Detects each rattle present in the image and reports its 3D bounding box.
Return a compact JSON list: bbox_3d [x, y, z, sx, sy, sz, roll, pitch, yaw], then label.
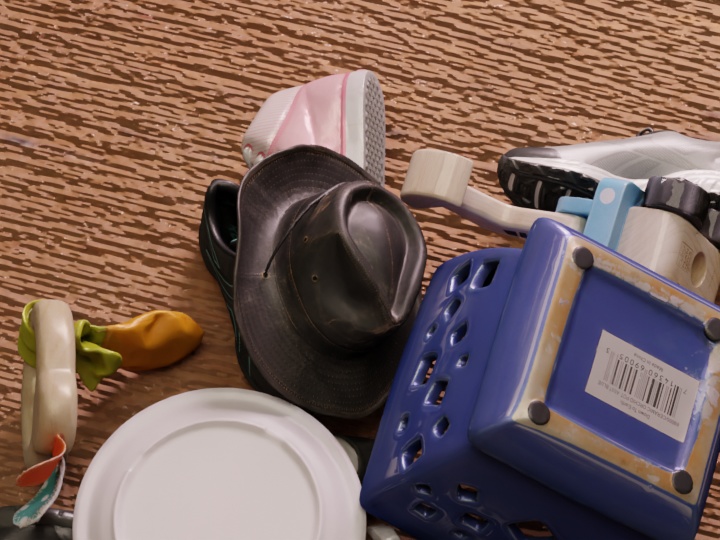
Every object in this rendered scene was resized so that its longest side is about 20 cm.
[{"bbox_3d":[-0.178,0.105,1.642,0.142,0.131,0.200,19,16,-21],"label":"rattle"}]

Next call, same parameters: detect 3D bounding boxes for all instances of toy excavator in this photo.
[{"bbox_3d":[0.150,-0.024,1.685,0.199,0.194,0.101,8,75,34],"label":"toy excavator"}]

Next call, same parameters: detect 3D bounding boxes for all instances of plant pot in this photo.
[{"bbox_3d":[0.140,0.093,1.567,0.199,0.180,0.201,27,61,-14],"label":"plant pot"}]

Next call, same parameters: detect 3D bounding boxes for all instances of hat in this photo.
[{"bbox_3d":[0.000,0.000,1.640,0.081,0.200,0.202,-17,50,43],"label":"hat"}]

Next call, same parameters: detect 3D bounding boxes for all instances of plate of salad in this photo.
[{"bbox_3d":[-0.095,0.175,1.584,0.199,0.048,0.201,0,63,0],"label":"plate of salad"}]

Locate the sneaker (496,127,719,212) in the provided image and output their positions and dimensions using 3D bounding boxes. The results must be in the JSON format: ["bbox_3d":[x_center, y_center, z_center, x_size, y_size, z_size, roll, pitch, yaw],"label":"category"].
[{"bbox_3d":[0.202,-0.070,1.761,0.199,0.074,0.080,5,52,0],"label":"sneaker"}]

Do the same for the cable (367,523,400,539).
[{"bbox_3d":[0.009,0.274,1.522,0.200,0.069,0.200,-51,27,-12],"label":"cable"}]

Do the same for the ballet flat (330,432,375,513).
[{"bbox_3d":[-0.063,0.150,1.652,0.199,0.069,0.068,-12,59,-3],"label":"ballet flat"}]

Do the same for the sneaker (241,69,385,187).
[{"bbox_3d":[-0.038,-0.054,1.765,0.104,0.075,0.202,-5,66,16],"label":"sneaker"}]

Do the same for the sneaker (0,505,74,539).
[{"bbox_3d":[-0.265,0.209,1.643,0.198,0.073,0.083,-5,77,8],"label":"sneaker"}]

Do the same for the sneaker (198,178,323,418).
[{"bbox_3d":[-0.071,0.019,1.720,0.075,0.079,0.201,-26,64,-11],"label":"sneaker"}]
